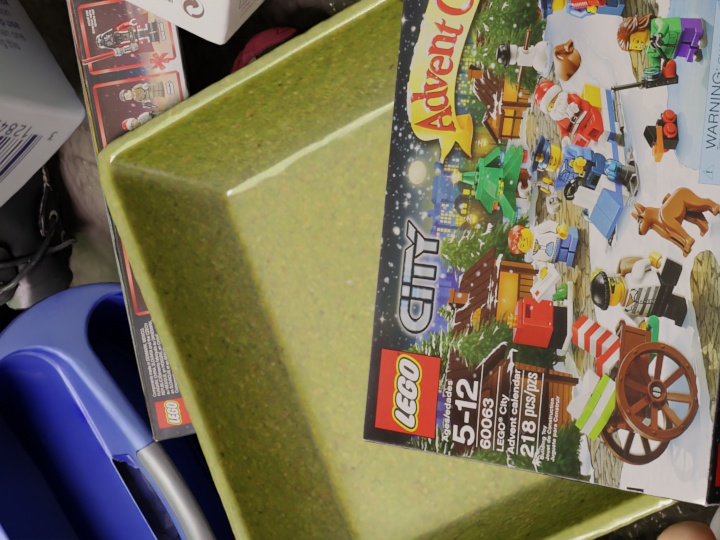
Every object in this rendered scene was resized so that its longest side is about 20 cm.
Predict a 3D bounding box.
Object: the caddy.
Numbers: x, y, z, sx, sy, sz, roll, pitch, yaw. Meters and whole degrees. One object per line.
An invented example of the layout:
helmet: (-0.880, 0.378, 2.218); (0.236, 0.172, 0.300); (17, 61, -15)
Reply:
caddy: (-0.097, 0.103, 1.149); (0.200, 0.141, 0.105); (60, 151, -7)

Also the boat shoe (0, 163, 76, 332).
boat shoe: (-0.159, -0.004, 1.196); (0.066, 0.074, 0.200); (41, 144, 18)

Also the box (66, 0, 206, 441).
box: (-0.085, -0.054, 1.031); (0.137, 0.040, 0.200); (-108, 9, -56)

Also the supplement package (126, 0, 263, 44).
supplement package: (-0.059, -0.211, 0.804); (0.152, 0.151, 0.200); (26, 139, 14)

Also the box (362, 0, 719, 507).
box: (0.071, -0.036, 0.820); (0.136, 0.038, 0.201); (7, 93, 41)

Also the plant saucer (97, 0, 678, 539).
plant saucer: (0.029, 0.008, 0.907); (0.200, 0.048, 0.200); (-27, 77, 26)

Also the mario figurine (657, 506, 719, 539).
mario figurine: (0.078, 0.115, 0.858); (0.200, 0.124, 0.106); (-13, 142, 35)

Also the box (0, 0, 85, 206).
box: (-0.241, -0.114, 1.055); (0.105, 0.184, 0.200); (-42, 66, 20)

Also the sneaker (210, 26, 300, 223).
sneaker: (0.000, 0.000, 1.012); (0.075, 0.081, 0.200); (-13, 107, 22)

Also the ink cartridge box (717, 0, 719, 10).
ink cartridge box: (0.189, -0.132, 0.591); (0.200, 0.147, 0.145); (14, 128, 46)
